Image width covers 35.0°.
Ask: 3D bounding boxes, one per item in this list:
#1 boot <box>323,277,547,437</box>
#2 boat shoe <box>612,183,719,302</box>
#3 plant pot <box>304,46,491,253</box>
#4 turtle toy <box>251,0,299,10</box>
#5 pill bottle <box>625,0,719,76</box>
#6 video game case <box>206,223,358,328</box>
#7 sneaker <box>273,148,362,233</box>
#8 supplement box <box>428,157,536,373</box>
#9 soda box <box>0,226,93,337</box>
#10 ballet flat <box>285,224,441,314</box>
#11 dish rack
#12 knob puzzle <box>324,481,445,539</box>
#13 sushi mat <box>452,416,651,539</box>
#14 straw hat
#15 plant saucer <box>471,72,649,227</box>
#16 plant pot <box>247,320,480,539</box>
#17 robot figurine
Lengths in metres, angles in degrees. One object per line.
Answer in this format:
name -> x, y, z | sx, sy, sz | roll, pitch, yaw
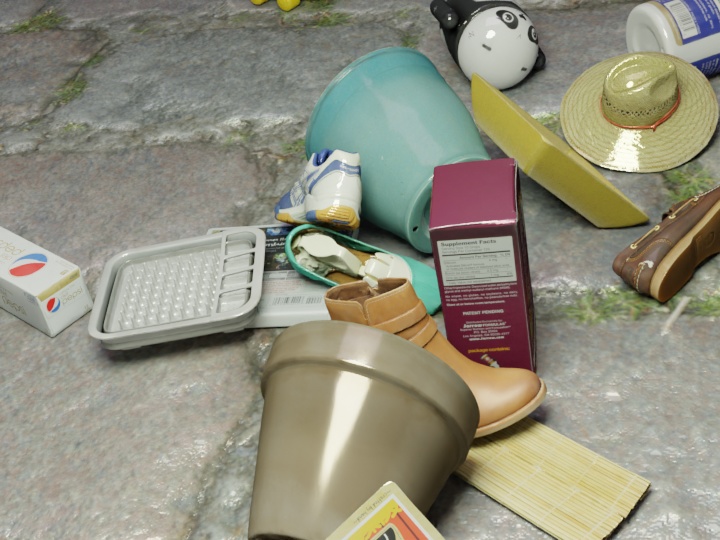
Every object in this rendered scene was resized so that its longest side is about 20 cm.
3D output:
boot -> 0.065, 0.075, 1.062 | 0.196, 0.157, 0.074 | -10, 24, 16
boat shoe -> 0.354, -0.046, 1.237 | 0.199, 0.071, 0.070 | -34, 44, -28
plant pot -> 0.064, -0.129, 1.353 | 0.198, 0.202, 0.188 | -26, 50, -19
turtle toy -> -0.110, -0.540, 2.040 | 0.198, 0.102, 0.145 | 20, 46, 38
pill bottle -> 0.475, -0.330, 1.553 | 0.197, 0.121, 0.120 | -19, 35, -11
video game case -> -0.111, 0.004, 1.356 | 0.196, 0.024, 0.183 | -3, 37, 14
sneaker -> -0.041, -0.092, 1.315 | 0.074, 0.090, 0.199 | 11, -5, -23
supplement box -> 0.123, 0.006, 1.122 | 0.084, 0.203, 0.111 | -5, 35, 11
soda box -> -0.417, 0.009, 1.406 | 0.198, 0.065, 0.068 | 22, 47, 38
ballet flat -> 0.000, 0.000, 1.255 | 0.197, 0.070, 0.068 | 19, 83, 19
dish rack -> -0.201, 0.026, 1.297 | 0.196, 0.044, 0.173 | -9, 36, 5
knob puzzle -> 0.021, 0.287, 0.830 | 0.215, 0.031, 0.224 | -2, 71, 6
sushi mat -> 0.158, 0.181, 1.034 | 0.095, 0.012, 0.199 | -35, 41, -28
straw hat -> 0.346, -0.222, 1.414 | 0.197, 0.085, 0.204 | -5, 60, 9
plant saucer -> 0.221, -0.130, 1.337 | 0.049, 0.198, 0.201 | -51, 34, 14
plant pot -> -0.013, 0.172, 0.973 | 0.196, 0.201, 0.176 | 6, 56, 24
robot figurine -> 0.185, -0.347, 1.660 | 0.148, 0.126, 0.201 | -17, 34, -2
